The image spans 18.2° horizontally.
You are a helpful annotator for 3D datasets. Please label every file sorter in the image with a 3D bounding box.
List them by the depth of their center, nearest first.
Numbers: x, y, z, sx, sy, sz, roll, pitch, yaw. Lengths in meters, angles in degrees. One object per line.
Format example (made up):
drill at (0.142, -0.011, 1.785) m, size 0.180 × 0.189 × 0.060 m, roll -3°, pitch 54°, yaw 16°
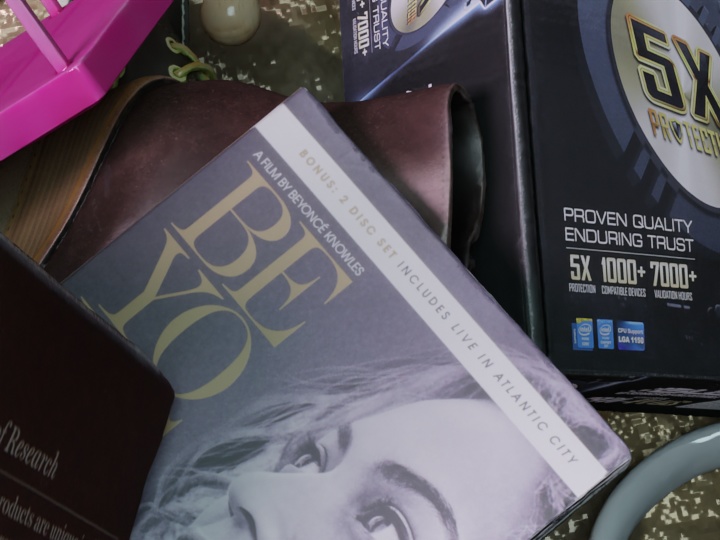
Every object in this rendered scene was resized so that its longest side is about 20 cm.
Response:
file sorter at (-0.178, -0.081, 0.727) m, size 0.200 × 0.139 × 0.126 m, roll -29°, pitch 106°, yaw 20°

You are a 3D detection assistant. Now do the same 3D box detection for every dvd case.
dvd case at (-0.047, 0.062, 0.631) m, size 0.200 × 0.016 × 0.149 m, roll -39°, pitch 70°, yaw -5°

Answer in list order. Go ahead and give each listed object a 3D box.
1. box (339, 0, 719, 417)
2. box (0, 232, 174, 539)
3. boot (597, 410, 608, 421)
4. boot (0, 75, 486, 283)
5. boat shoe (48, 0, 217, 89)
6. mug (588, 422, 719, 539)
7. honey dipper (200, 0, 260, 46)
box at (0.097, -0.036, 0.770) m, size 0.200 × 0.086 × 0.164 m, roll 6°, pitch 77°, yaw -39°
box at (-0.169, 0.082, 0.551) m, size 0.166 × 0.164 × 0.200 m, roll 13°, pitch 77°, yaw 16°
boot at (0.001, 0.000, 0.830) m, size 0.201 × 0.071 × 0.144 m, roll 3°, pitch 74°, yaw -5°
boot at (-0.051, 0.035, 0.682) m, size 0.166 × 0.072 × 0.200 m, roll 1°, pitch 75°, yaw 27°
boat shoe at (-0.080, -0.046, 0.809) m, size 0.060 × 0.072 × 0.202 m, roll -5°, pitch 59°, yaw 20°
mug at (0.165, 0.127, 0.775) m, size 0.175 × 0.148 × 0.200 m, roll -39°, pitch 52°, yaw -15°
honey dipper at (-0.048, -0.175, 0.850) m, size 0.038 × 0.038 × 0.200 m, roll -2°, pitch 65°, yaw -1°
